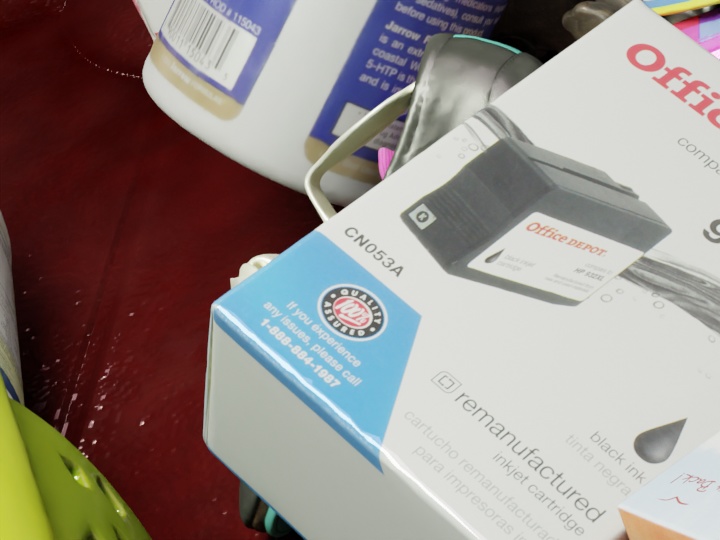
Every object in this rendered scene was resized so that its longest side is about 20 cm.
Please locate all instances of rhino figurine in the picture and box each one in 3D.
[{"bbox_3d":[0.066,-0.114,1.130,0.200,0.060,0.087,1,44,39],"label":"rhino figurine"}]

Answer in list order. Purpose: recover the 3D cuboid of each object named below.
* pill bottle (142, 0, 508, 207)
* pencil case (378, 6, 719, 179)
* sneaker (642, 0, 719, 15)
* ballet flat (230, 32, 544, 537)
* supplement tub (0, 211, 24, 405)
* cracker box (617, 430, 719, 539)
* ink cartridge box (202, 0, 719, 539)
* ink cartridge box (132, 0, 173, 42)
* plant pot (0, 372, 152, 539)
[{"bbox_3d":[0.007,-0.136,1.041,0.200,0.120,0.120,-62,36,15],"label":"pill bottle"},{"bbox_3d":[0.114,-0.049,0.989,0.200,0.088,0.088,-21,36,17],"label":"pencil case"},{"bbox_3d":[0.159,-0.175,1.011,0.074,0.082,0.200,-14,24,46],"label":"sneaker"},{"bbox_3d":[0.000,0.000,0.963,0.068,0.068,0.200,37,100,17],"label":"ballet flat"},{"bbox_3d":[-0.207,0.026,1.043,0.145,0.145,0.200,-22,37,4],"label":"supplement tub"},{"bbox_3d":[0.192,0.053,0.754,0.200,0.058,0.134,-32,26,-23],"label":"cracker box"},{"bbox_3d":[0.071,0.023,0.852,0.200,0.084,0.145,-36,63,-28],"label":"ink cartridge box"},{"bbox_3d":[-0.016,-0.195,1.208,0.145,0.085,0.200,-16,22,27],"label":"ink cartridge box"},{"bbox_3d":[-0.162,0.136,0.857,0.199,0.182,0.200,-26,38,-2],"label":"plant pot"}]
